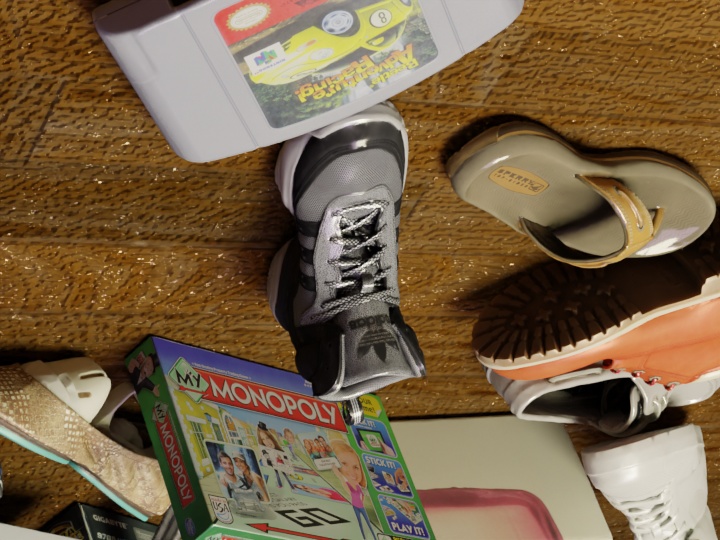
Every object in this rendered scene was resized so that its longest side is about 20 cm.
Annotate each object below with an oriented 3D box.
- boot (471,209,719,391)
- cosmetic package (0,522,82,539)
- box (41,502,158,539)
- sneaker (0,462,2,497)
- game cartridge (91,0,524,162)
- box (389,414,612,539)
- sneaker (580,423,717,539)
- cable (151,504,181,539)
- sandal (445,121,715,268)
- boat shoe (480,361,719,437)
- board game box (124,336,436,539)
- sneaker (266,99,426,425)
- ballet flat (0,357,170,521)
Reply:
[{"bbox_3d":[0.168,0.042,1.415,0.199,0.075,0.107,-17,131,-8],"label":"boot"},{"bbox_3d":[-0.267,0.187,1.358,0.150,0.052,0.200,-18,157,30],"label":"cosmetic package"},{"bbox_3d":[-0.172,0.237,1.544,0.159,0.046,0.200,-38,144,23],"label":"box"},{"bbox_3d":[-0.280,0.099,1.263,0.085,0.077,0.200,-25,147,12],"label":"sneaker"},{"bbox_3d":[-0.019,-0.127,1.126,0.199,0.041,0.133,-24,151,4],"label":"game cartridge"},{"bbox_3d":[0.045,0.178,1.527,0.199,0.109,0.128,-1,141,-28],"label":"box"},{"bbox_3d":[0.205,0.165,1.537,0.073,0.116,0.200,-12,172,20],"label":"sneaker"},{"bbox_3d":[-0.116,0.187,1.433,0.200,0.050,0.097,-55,163,-8],"label":"cable"},{"bbox_3d":[0.132,-0.034,1.324,0.200,0.054,0.080,14,133,-42],"label":"sandal"},{"bbox_3d":[0.169,0.075,1.490,0.200,0.066,0.072,11,135,-39],"label":"boat shoe"},{"bbox_3d":[-0.043,0.119,1.369,0.200,0.135,0.029,17,131,-44],"label":"board game box"},{"bbox_3d":[0.000,0.000,1.243,0.075,0.114,0.200,-10,145,-17],"label":"sneaker"},{"bbox_3d":[-0.164,0.086,1.335,0.065,0.070,0.200,-53,147,-3],"label":"ballet flat"}]
